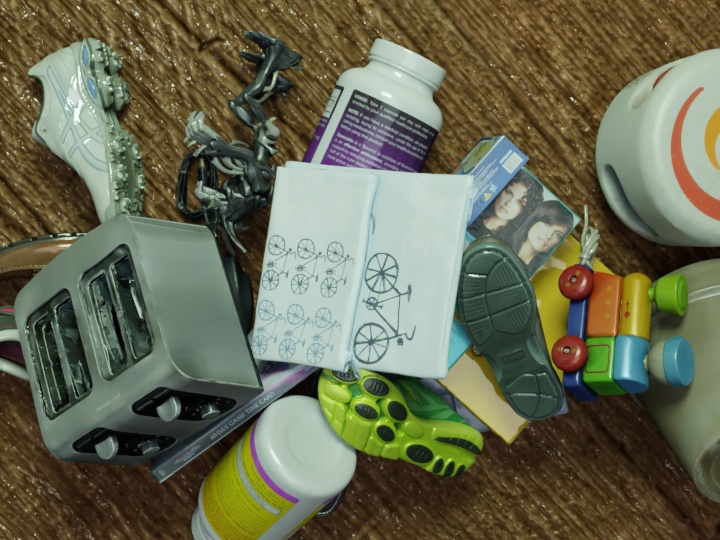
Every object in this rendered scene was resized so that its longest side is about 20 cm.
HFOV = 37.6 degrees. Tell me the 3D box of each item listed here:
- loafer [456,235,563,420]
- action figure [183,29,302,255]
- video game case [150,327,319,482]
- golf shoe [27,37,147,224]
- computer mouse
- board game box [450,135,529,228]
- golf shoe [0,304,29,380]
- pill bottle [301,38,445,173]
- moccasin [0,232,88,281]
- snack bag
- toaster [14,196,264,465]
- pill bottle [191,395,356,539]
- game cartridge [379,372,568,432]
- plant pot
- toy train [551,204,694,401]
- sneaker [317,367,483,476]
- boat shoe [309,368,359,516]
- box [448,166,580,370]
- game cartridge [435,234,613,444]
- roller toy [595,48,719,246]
[{"bbox_3d":[0.137,0.048,0.986,0.071,0.063,0.201,-16,119,14],"label":"loafer"},{"bbox_3d":[-0.123,-0.122,1.023,0.101,0.119,0.202,17,79,-15],"label":"action figure"},{"bbox_3d":[-0.124,0.111,1.041,0.199,0.143,0.019,-35,113,2],"label":"video game case"},{"bbox_3d":[-0.271,-0.123,1.043,0.096,0.078,0.202,-14,80,7],"label":"golf shoe"},{"bbox_3d":[-0.151,-0.022,1.077,0.058,0.034,0.202,-13,94,2],"label":"computer mouse"},{"bbox_3d":[0.074,-0.045,1.034,0.034,0.135,0.200,41,93,-5],"label":"board game box"},{"bbox_3d":[-0.288,0.091,1.058,0.198,0.088,0.078,8,103,-3],"label":"golf shoe"},{"bbox_3d":[0.008,-0.117,1.035,0.112,0.112,0.201,25,95,-4],"label":"pill bottle"},{"bbox_3d":[-0.277,0.001,1.063,0.199,0.074,0.079,-3,88,-11],"label":"moccasin"},{"bbox_3d":[0.000,0.000,0.948,0.198,0.021,0.190,7,84,24],"label":"snack bag"},{"bbox_3d":[-0.200,0.056,0.949,0.180,0.118,0.201,-31,67,28],"label":"toaster"},{"bbox_3d":[-0.093,0.213,1.034,0.104,0.104,0.200,37,131,-5],"label":"pill bottle"},{"bbox_3d":[0.108,0.107,1.103,0.198,0.038,0.131,-13,101,-1],"label":"game cartridge"},{"bbox_3d":[0.353,0.120,1.003,0.198,0.174,0.201,1,131,1],"label":"plant pot"},{"bbox_3d":[0.252,0.019,0.988,0.115,0.085,0.202,-5,63,33],"label":"toy train"},{"bbox_3d":[0.030,0.139,1.024,0.199,0.084,0.074,32,97,-32],"label":"sneaker"},{"bbox_3d":[-0.032,0.165,1.077,0.071,0.065,0.202,14,106,0],"label":"boat shoe"},{"bbox_3d":[0.116,0.000,1.029,0.082,0.049,0.200,41,89,-1],"label":"box"},{"bbox_3d":[0.148,0.042,1.069,0.176,0.032,0.200,42,87,0],"label":"game cartridge"},{"bbox_3d":[0.330,-0.118,1.032,0.181,0.140,0.202,9,90,-11],"label":"roller toy"}]
